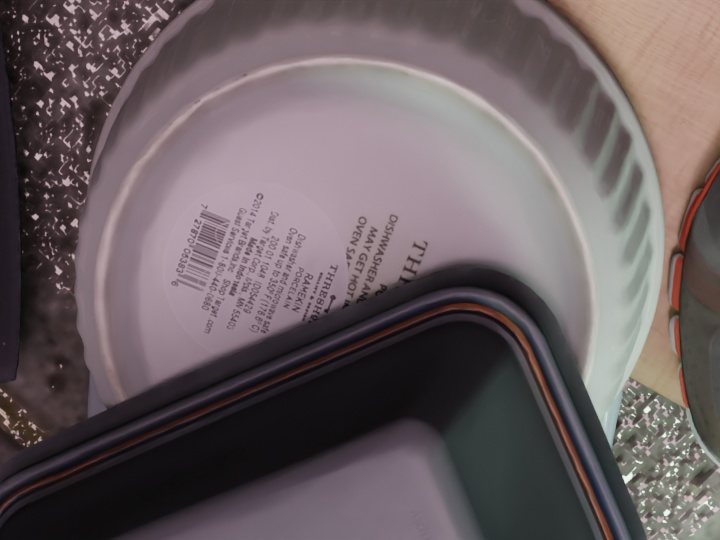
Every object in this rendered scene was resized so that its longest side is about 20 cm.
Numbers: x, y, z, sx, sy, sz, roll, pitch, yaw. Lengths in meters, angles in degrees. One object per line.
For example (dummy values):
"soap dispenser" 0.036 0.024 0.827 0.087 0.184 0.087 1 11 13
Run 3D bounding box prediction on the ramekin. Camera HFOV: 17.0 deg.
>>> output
"ramekin" 0.000 0.000 0.783 0.198 0.105 0.202 2 105 6

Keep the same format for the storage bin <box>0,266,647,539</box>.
"storage bin" -0.024 0.103 0.680 0.199 0.134 0.147 -23 93 12

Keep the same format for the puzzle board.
"puzzle board" 0.130 -0.027 0.831 0.199 0.017 0.151 29 108 -5

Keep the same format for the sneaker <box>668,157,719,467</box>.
"sneaker" 0.147 -0.017 0.780 0.076 0.082 0.202 10 108 1

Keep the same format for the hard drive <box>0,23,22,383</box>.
"hard drive" -0.183 -0.045 0.804 0.134 0.042 0.201 -7 125 -9

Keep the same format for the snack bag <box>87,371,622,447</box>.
"snack bag" -0.006 0.107 0.885 0.198 0.021 0.190 5 110 4
